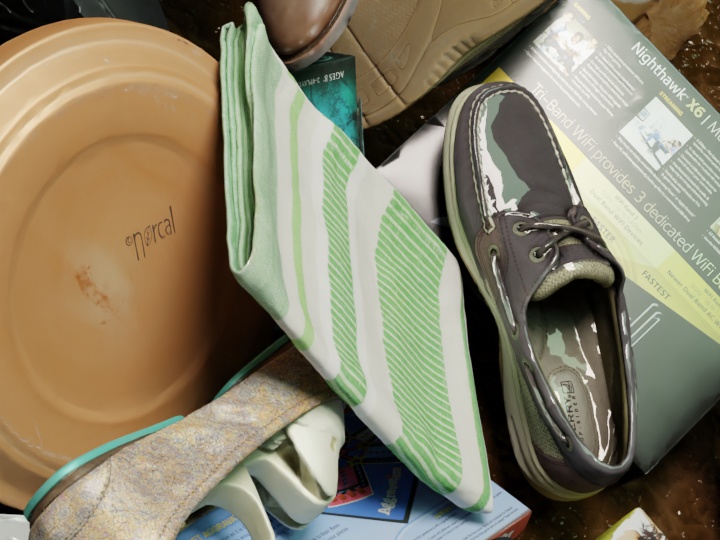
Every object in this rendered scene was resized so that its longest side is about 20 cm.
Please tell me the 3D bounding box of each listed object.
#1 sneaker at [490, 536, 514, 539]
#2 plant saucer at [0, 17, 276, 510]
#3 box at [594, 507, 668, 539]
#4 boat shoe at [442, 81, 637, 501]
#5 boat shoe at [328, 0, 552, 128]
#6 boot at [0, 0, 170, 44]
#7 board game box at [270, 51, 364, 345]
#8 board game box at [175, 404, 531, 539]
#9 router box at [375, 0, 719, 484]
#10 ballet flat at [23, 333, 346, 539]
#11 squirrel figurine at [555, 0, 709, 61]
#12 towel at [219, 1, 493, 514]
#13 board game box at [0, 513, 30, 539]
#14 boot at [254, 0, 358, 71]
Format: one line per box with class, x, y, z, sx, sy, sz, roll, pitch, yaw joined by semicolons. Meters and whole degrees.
sneaker;0.123;0.173;0.865;0.199;0.090;0.079;25;20;0
plant saucer;-0.102;0.001;0.839;0.199;0.032;0.202;-14;109;-44
box;0.165;0.210;0.954;0.200;0.050;0.075;48;44;4
boat shoe;0.090;0.005;0.969;0.071;0.065;0.202;-7;82;-24
boat shoe;0.035;-0.123;1.010;0.065;0.199;0.072;-15;75;-59
boot;-0.103;-0.143;0.961;0.199;0.073;0.163;59;41;-24
board game box;-0.076;-0.012;0.906;0.199;0.028;0.136;-19;112;-42
board game box;-0.018;0.110;0.876;0.103;0.020;0.200;37;31;21
router box;0.121;-0.021;1.044;0.157;0.052;0.200;-42;86;-13
ballet flat;-0.050;0.081;0.827;0.067;0.068;0.200;45;40;12
squirrel figurine;0.114;-0.208;1.195;0.187;0.141;0.200;45;-3;40
towel;0.000;0.000;0.887;0.200;0.023;0.153;51;25;-43
board game box;-0.075;0.168;0.779;0.199;0.026;0.200;9;30;-31
boot;-0.084;-0.200;0.899;0.199;0.064;0.188;31;42;-39
